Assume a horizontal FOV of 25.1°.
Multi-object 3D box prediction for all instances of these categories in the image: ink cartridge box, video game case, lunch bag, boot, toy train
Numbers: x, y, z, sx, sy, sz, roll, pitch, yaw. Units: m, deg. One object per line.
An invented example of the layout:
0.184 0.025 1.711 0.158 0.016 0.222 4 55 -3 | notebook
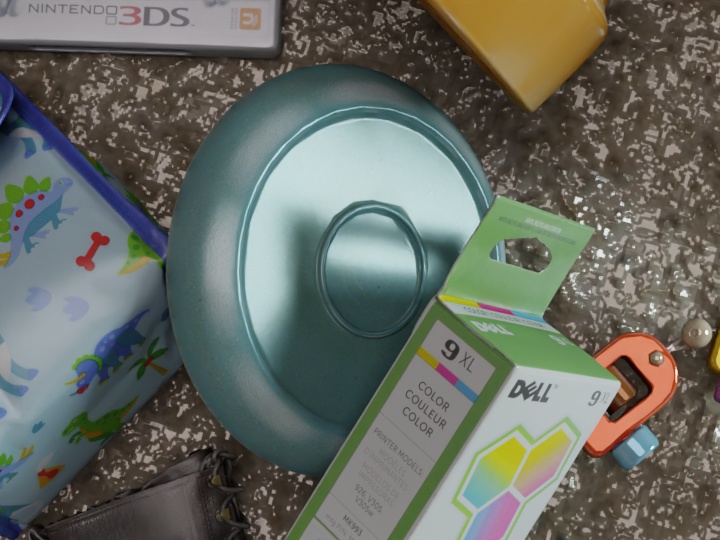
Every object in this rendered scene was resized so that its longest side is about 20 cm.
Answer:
0.055 0.071 0.751 0.059 0.104 0.200 39 105 33 | ink cartridge box
-0.129 -0.215 0.865 0.181 0.023 0.200 2 83 2 | video game case
-0.193 0.001 0.796 0.170 0.127 0.200 -44 67 -4 | lunch bag
-0.052 0.171 0.792 0.200 0.069 0.174 -16 83 2 | boot
0.190 0.089 0.806 0.150 0.056 0.200 -44 81 -2 | toy train

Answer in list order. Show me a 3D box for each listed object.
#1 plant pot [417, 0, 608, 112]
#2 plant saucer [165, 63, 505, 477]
0.077 -0.208 0.754 0.183 0.200 0.200 -43 84 7 | plant pot
0.000 0.000 0.773 0.200 0.027 0.201 1 89 -37 | plant saucer
